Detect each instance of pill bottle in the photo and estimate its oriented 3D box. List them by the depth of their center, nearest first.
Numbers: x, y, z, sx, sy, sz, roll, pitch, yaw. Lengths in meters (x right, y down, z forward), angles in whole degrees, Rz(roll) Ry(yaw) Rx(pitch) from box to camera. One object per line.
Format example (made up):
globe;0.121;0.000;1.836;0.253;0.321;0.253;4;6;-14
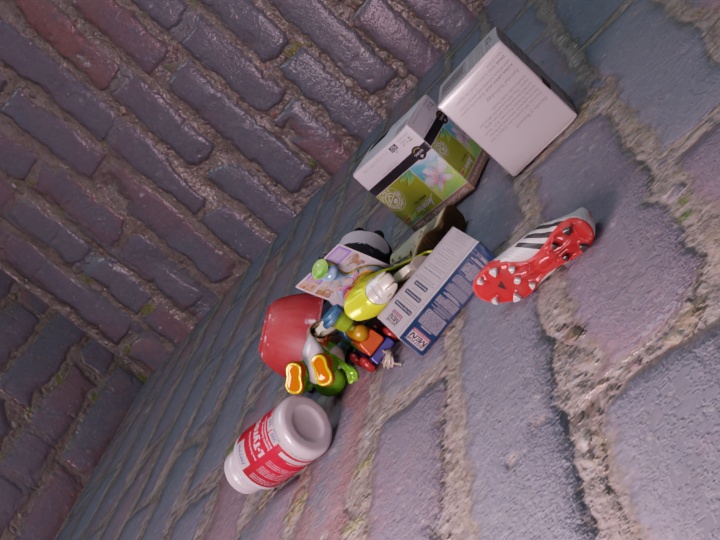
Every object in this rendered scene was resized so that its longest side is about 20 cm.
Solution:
pill bottle;-0.148;0.307;1.482;0.200;0.112;0.112;-42;15;35

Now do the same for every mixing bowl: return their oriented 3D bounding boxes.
mixing bowl;-0.147;0.131;1.754;0.200;0.108;0.201;-168;90;-86

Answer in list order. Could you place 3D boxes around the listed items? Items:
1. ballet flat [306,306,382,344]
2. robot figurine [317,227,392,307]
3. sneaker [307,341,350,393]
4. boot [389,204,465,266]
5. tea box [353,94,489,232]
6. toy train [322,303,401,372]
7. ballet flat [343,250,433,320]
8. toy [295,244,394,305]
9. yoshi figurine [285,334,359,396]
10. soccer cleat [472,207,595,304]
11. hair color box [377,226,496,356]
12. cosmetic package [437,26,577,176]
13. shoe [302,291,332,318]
ballet flat;-0.014;0.088;1.627;0.200;0.067;0.068;-32;56;-7
robot figurine;-0.001;0.001;1.750;0.150;0.125;0.200;-26;30;32
sneaker;-0.062;0.153;1.724;0.088;0.074;0.200;-46;13;42
boot;0.112;-0.027;1.633;0.155;0.072;0.200;-38;12;42
tea box;0.130;-0.225;1.839;0.200;0.197;0.134;-39;16;44
toy train;0.003;0.113;1.502;0.085;0.116;0.200;-52;13;-8
ballet flat;0.059;0.017;1.456;0.200;0.067;0.067;-27;-15;-24
toy;-0.003;0.031;1.506;0.115;0.200;0.047;-44;46;22
yoshi figurine;-0.065;0.188;1.531;0.112;0.112;0.200;-58;-9;8
soccer cleat;0.242;-0.019;1.191;0.200;0.069;0.085;-38;9;34
hair color box;0.126;0.032;1.399;0.200;0.060;0.100;-50;26;1
cosmetic package;0.272;-0.319;1.614;0.165;0.200;0.165;-45;13;23
shoe;-0.086;0.053;1.892;0.200;0.071;0.091;-40;14;21
